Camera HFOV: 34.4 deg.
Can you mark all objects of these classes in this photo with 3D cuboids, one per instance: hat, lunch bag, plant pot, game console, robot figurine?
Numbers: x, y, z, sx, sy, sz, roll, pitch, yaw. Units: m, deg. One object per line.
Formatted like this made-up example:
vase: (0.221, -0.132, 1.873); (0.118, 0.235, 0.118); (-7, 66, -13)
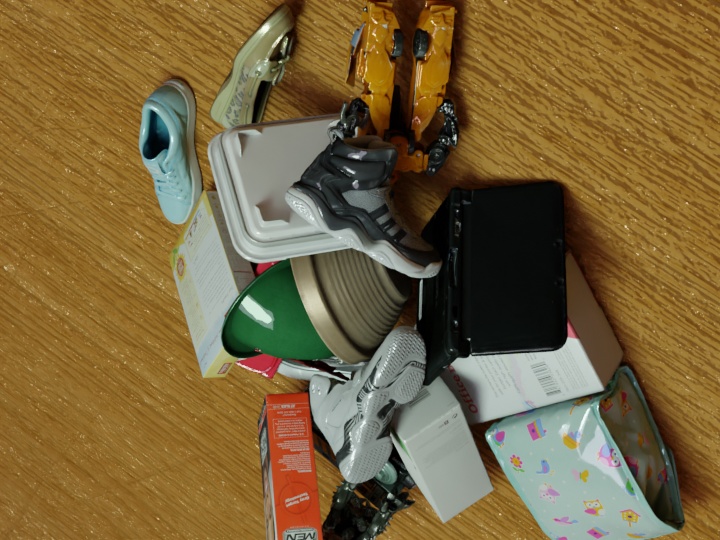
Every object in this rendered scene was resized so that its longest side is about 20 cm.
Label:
hat: (-0.041, 0.095, 1.393); (0.176, 0.198, 0.167); (46, 128, 27)
lunch bag: (0.272, 0.233, 1.367); (0.169, 0.122, 0.202); (-23, 101, 38)
plant pot: (0.000, 0.000, 1.367); (0.092, 0.201, 0.203); (-20, 106, 20)
game console: (0.141, 0.017, 1.301); (0.115, 0.203, 0.176); (11, 153, -14)
robot figurine: (0.042, -0.193, 1.266); (0.143, 0.058, 0.203); (0, 116, -15)

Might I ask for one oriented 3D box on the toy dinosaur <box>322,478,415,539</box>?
toy dinosaur: (-0.007, 0.327, 1.481); (0.101, 0.200, 0.137); (30, 102, -14)

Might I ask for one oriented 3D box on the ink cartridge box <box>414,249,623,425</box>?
ink cartridge box: (0.183, 0.081, 1.357); (0.198, 0.086, 0.149); (-20, 106, 40)

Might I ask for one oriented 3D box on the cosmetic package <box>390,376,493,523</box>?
cosmetic package: (0.087, 0.204, 1.421); (0.108, 0.084, 0.201); (51, 169, 43)

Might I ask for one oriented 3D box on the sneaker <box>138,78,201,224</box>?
sneaker: (-0.258, -0.143, 1.510); (0.073, 0.082, 0.203); (15, 124, 25)

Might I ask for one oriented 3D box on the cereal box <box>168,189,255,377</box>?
cereal box: (-0.190, 0.018, 1.519); (0.144, 0.039, 0.202); (-52, 49, 41)

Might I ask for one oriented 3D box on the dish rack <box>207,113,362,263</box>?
dish rack: (-0.060, -0.104, 1.305); (0.044, 0.197, 0.174); (118, 139, -57)

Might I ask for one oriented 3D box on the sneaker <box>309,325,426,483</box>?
sneaker: (0.001, 0.131, 1.317); (0.115, 0.074, 0.202); (45, 125, 42)

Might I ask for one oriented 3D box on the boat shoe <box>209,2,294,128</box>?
boat shoe: (-0.117, -0.234, 1.379); (0.062, 0.074, 0.200); (38, 142, -1)

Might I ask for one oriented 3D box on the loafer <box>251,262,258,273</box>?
loafer: (-0.124, 0.025, 1.543); (0.063, 0.071, 0.202); (41, 126, 29)

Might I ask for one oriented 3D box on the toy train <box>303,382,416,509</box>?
toy train: (-0.006, 0.235, 1.576); (0.199, 0.085, 0.114); (38, 140, 8)

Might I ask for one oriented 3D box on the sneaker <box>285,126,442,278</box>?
sneaker: (0.025, -0.074, 1.240); (0.198, 0.075, 0.115); (27, 98, -26)

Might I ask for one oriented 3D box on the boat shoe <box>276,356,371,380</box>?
boat shoe: (-0.029, 0.110, 1.528); (0.197, 0.069, 0.058); (6, 115, 23)

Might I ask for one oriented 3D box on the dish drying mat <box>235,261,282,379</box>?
dish drying mat: (-0.113, 0.048, 1.492); (0.076, 0.018, 0.202); (25, 119, 1)

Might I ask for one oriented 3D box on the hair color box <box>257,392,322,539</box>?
hair color box: (-0.091, 0.268, 1.479); (0.060, 0.203, 0.102); (-2, 152, -12)
